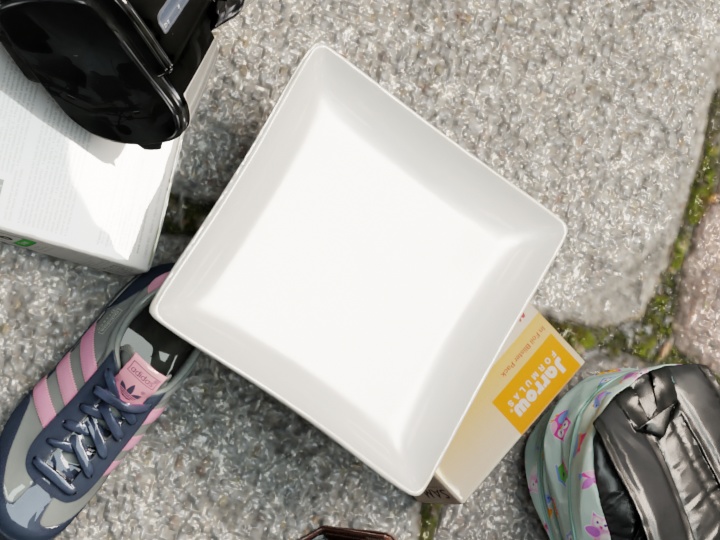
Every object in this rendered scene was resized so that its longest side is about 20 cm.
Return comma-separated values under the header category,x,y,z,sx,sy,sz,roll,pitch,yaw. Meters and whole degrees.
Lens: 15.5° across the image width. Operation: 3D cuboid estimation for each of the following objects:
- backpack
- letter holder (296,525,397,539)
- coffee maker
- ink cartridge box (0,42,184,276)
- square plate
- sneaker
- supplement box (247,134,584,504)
category,x,y,z,sx,sy,sz,roll,pitch,yaw
backpack,0.189,0.159,1.659,0.167,0.127,0.200,-25,95,-32
letter holder,0.003,0.264,1.572,0.100,0.142,0.200,-28,96,-20
coffee maker,-0.130,-0.202,1.526,0.192,0.135,0.200,42,55,-15
ink cartridge box,-0.210,-0.075,1.564,0.200,0.050,0.109,16,81,-18
square plate,0.000,0.000,1.568,0.200,0.028,0.198,36,71,-15
sneaker,-0.152,0.077,1.558,0.070,0.082,0.200,36,75,-15
supplement box,0.023,0.032,1.631,0.200,0.074,0.126,46,73,-12
